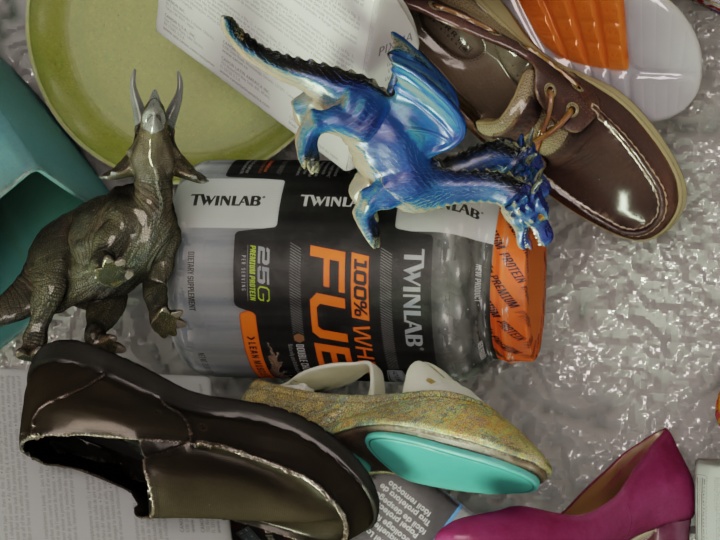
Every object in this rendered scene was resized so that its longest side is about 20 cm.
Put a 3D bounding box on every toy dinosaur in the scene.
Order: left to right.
[{"bbox_3d":[-0.141,-0.005,1.224,0.077,0.103,0.200,29,126,-27],"label":"toy dinosaur"}]

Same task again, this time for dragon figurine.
[{"bbox_3d":[0.018,-0.080,1.159,0.099,0.059,0.200,-35,109,12],"label":"dragon figurine"}]

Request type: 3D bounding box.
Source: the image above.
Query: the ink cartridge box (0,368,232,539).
[{"bbox_3d":[-0.168,0.129,1.199,0.198,0.050,0.163,2,51,-16],"label":"ink cartridge box"}]

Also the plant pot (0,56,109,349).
[{"bbox_3d":[-0.254,-0.071,1.312,0.141,0.141,0.201,-37,68,7],"label":"plant pot"}]

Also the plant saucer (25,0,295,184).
[{"bbox_3d":[-0.098,-0.149,1.342,0.198,0.031,0.202,-1,86,12],"label":"plant saucer"}]

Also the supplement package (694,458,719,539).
[{"bbox_3d":[0.259,0.200,1.193,0.154,0.111,0.202,0,87,0],"label":"supplement package"}]

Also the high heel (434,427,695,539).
[{"bbox_3d":[0.106,0.122,1.210,0.067,0.199,0.097,-18,68,37],"label":"high heel"}]

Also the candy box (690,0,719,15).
[{"bbox_3d":[0.241,-0.133,1.236,0.199,0.102,0.027,27,92,12],"label":"candy box"}]

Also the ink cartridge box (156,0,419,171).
[{"bbox_3d":[-0.035,-0.174,1.213,0.161,0.050,0.201,38,137,27],"label":"ink cartridge box"}]

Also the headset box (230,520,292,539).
[{"bbox_3d":[-0.146,0.176,1.248,0.148,0.200,0.075,39,139,11],"label":"headset box"}]

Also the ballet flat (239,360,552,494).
[{"bbox_3d":[0.014,0.079,1.202,0.199,0.070,0.071,-3,85,35],"label":"ballet flat"}]

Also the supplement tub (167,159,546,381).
[{"bbox_3d":[0.000,0.000,1.265,0.198,0.122,0.124,0,86,12],"label":"supplement tub"}]

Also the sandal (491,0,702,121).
[{"bbox_3d":[0.098,-0.140,1.284,0.205,0.059,0.080,13,112,20],"label":"sandal"}]

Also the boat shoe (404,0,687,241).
[{"bbox_3d":[0.088,-0.085,1.231,0.200,0.072,0.072,45,119,5],"label":"boat shoe"}]

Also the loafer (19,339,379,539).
[{"bbox_3d":[-0.088,0.105,1.176,0.198,0.073,0.072,19,51,7],"label":"loafer"}]

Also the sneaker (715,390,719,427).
[{"bbox_3d":[0.288,0.049,1.229,0.199,0.077,0.073,-27,80,7],"label":"sneaker"}]

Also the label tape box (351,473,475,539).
[{"bbox_3d":[0.011,0.221,1.247,0.144,0.063,0.200,38,81,1],"label":"label tape box"}]
